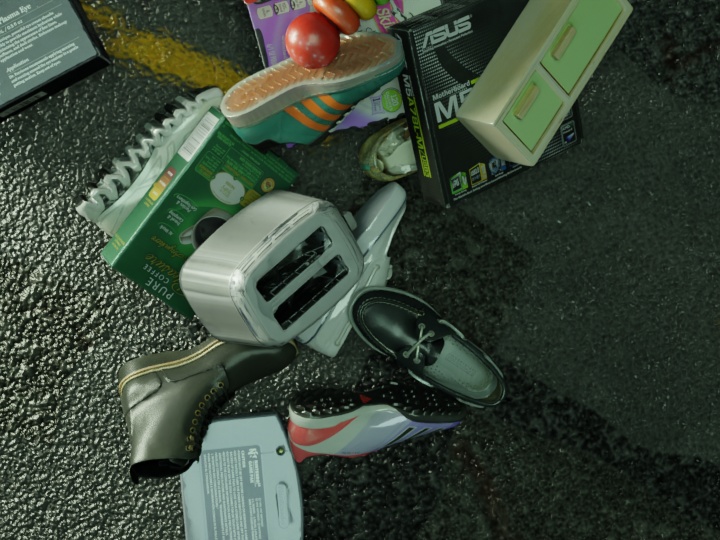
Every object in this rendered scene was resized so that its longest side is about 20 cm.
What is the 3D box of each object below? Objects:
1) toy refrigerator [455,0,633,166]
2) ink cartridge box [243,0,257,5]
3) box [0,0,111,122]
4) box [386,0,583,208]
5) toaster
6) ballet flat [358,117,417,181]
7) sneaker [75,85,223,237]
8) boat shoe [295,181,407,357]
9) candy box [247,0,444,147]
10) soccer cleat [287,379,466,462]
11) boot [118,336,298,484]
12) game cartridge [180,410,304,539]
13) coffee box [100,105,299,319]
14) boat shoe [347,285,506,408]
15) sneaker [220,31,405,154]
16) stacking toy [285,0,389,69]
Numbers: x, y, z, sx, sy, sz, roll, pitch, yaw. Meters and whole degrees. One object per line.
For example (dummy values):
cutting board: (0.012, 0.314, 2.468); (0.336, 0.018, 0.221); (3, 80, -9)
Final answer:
toy refrigerator: (0.189, -0.211, 1.442); (0.076, 0.070, 0.201); (41, 78, -36)
ink cartridge box: (-0.075, -0.354, 1.446); (0.199, 0.161, 0.050); (-25, 138, -28)
box: (-0.393, -0.256, 1.488); (0.199, 0.104, 0.183); (-27, 95, -1)
box: (0.134, -0.191, 1.480); (0.199, 0.047, 0.195); (-25, 118, -27)
toaster: (-0.092, 0.003, 1.452); (0.200, 0.129, 0.114); (-40, 113, -25)
ballet flat: (0.091, -0.153, 1.534); (0.199, 0.071, 0.071); (-28, 94, -1)
sneaker: (-0.213, -0.115, 1.527); (0.200, 0.075, 0.081); (-45, 107, 2)
boat shoe: (0.000, 0.000, 1.543); (0.065, 0.074, 0.201); (32, 95, -18)
candy box: (-0.006, -0.241, 1.491); (0.198, 0.072, 0.169); (-15, 120, 0)
soccer cleat: (0.017, 0.167, 1.550); (0.198, 0.068, 0.074); (-2, 119, -16)
boot: (-0.155, 0.146, 1.499); (0.198, 0.139, 0.078); (-19, 138, 8)
game cartridge: (-0.128, 0.258, 1.560); (0.132, 0.041, 0.202); (-4, 93, 1)
coffee box: (-0.170, -0.060, 1.511); (0.123, 0.044, 0.201); (35, 91, -38)
boat shoe: (0.076, 0.082, 1.521); (0.199, 0.060, 0.076); (27, 96, -21)
sneaker: (-0.038, -0.176, 1.437); (0.198, 0.072, 0.080); (-17, 137, 20)
stacking toy: (0.002, -0.279, 1.381); (0.085, 0.085, 0.200); (40, 88, -4)
